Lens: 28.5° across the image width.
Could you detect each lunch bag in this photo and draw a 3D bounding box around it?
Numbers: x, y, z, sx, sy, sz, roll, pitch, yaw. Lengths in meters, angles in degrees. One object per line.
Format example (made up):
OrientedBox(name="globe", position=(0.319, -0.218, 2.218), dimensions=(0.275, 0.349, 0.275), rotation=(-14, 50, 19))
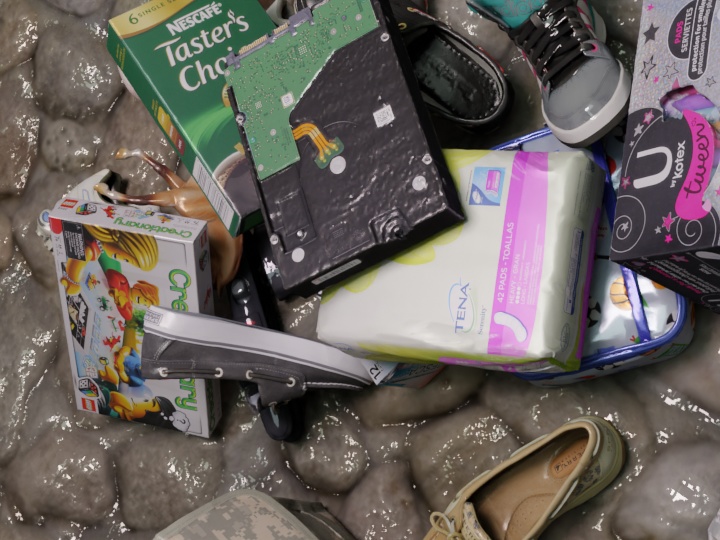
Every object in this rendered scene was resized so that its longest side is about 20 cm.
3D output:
OrientedBox(name="lunch bag", position=(-0.050, 0.250, 1.036), dimensions=(0.164, 0.200, 0.118), rotation=(40, 97, 30))
OrientedBox(name="lunch bag", position=(0.166, -0.021, 1.062), dimensions=(0.159, 0.075, 0.202), rotation=(-17, 72, 21))

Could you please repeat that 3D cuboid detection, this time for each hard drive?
OrientedBox(name="hard drive", position=(-0.017, -0.098, 1.034), dimensions=(0.139, 0.038, 0.202), rotation=(-27, 66, 19))

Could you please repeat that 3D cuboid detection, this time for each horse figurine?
OrientedBox(name="horse figurine", position=(-0.124, -0.096, 1.161), dimensions=(0.132, 0.050, 0.201), rotation=(28, 74, -1))

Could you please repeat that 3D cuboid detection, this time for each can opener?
OrientedBox(name="can opener", position=(-0.083, 0.045, 1.181), dimensions=(0.078, 0.063, 0.202), rotation=(-18, 70, 22))

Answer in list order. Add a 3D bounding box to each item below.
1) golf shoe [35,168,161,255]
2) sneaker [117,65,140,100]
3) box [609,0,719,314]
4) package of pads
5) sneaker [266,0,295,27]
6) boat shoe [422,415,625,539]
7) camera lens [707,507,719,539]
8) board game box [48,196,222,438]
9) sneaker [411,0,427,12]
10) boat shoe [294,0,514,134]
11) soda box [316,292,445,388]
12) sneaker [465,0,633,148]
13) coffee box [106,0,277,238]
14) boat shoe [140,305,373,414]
OrientedBox(name="golf shoe", position=(-0.204, -0.014, 1.255), dimensions=(0.097, 0.078, 0.200), rotation=(-47, 63, 3))
OrientedBox(name="sneaker", position=(-0.137, -0.147, 1.232), dimensions=(0.200, 0.105, 0.076), rotation=(39, 96, 28))
OrientedBox(name="box", position=(0.259, -0.086, 0.966), dimensions=(0.114, 0.131, 0.202), rotation=(-11, 63, 49))
OrientedBox(name="package of pads", position=(0.070, -0.007, 1.025), dimensions=(0.198, 0.068, 0.156), rotation=(4, 81, 31))
OrientedBox(name="sneaker", position=(-0.022, -0.173, 1.194), dimensions=(0.199, 0.074, 0.089), rotation=(32, 96, 29))
OrientedBox(name="boat shoe", position=(0.106, 0.176, 1.050), dimensions=(0.200, 0.063, 0.073), rotation=(-46, 63, 11))
OrientedBox(name="camera lens", position=(0.325, 0.136, 0.890), dimensions=(0.159, 0.160, 0.201), rotation=(28, 92, 30))
OrientedBox(name="board game box", position=(-0.182, 0.041, 1.164), dimensions=(0.125, 0.035, 0.202), rotation=(10, 126, 14))
OrientedBox(name="sneaker", position=(0.008, -0.283, 1.188), dimensions=(0.076, 0.082, 0.202), rotation=(-14, 68, -11))
OrientedBox(name="boat shoe", position=(0.034, -0.179, 1.129), dimensions=(0.200, 0.063, 0.074), rotation=(34, 91, 5))
OrientedBox(name="soda box", position=(0.000, 0.000, 1.142), dimensions=(0.064, 0.068, 0.201), rotation=(-46, 61, 20))
OrientedBox(name="sneaker", position=(0.135, -0.180, 1.035), dimensions=(0.083, 0.121, 0.201), rotation=(-37, 26, 19))
OrientedBox(name="coffee box", position=(-0.102, -0.137, 1.123), dimensions=(0.122, 0.044, 0.201), rotation=(-28, 75, -20))
OrientedBox(name="boat shoe", position=(-0.080, 0.079, 1.110), dimensions=(0.070, 0.199, 0.067), rotation=(12, 88, 61))
